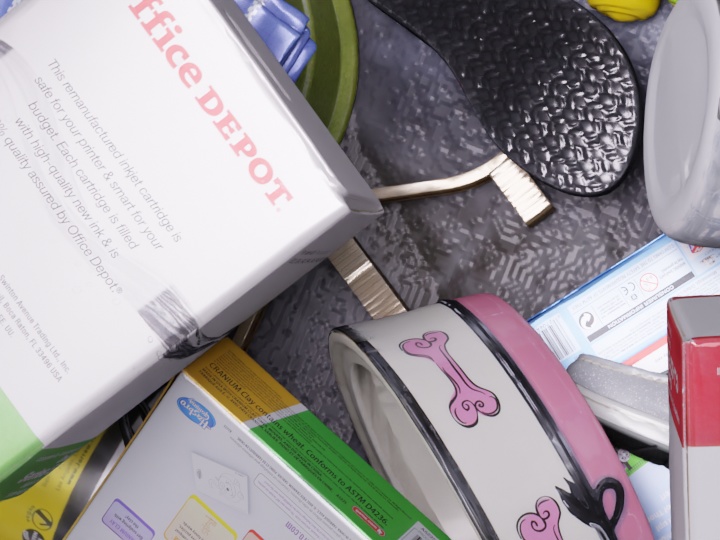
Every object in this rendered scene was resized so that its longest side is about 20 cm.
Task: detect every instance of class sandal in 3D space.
[{"bbox_3d":[0.067,-0.111,1.248,0.075,0.045,0.200,-47,63,7],"label":"sandal"}]

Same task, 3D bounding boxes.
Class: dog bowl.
[{"bbox_3d":[0.064,0.098,1.169,0.074,0.200,0.200,-27,83,-10],"label":"dog bowl"}]

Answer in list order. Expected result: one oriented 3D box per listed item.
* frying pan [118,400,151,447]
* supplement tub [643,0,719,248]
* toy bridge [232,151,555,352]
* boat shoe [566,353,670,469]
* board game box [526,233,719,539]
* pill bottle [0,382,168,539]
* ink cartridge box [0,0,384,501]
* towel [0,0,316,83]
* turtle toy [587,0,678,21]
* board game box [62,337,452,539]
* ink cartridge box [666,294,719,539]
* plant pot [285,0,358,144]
[{"bbox_3d":[-0.064,0.135,1.208,0.031,0.115,0.190,37,127,46],"label":"frying pan"},{"bbox_3d":[0.236,-0.063,1.169,0.200,0.123,0.123,6,87,-10],"label":"supplement tub"},{"bbox_3d":[0.000,0.000,1.262,0.200,0.027,0.067,-38,81,4],"label":"toy bridge"},{"bbox_3d":[0.187,0.066,1.174,0.202,0.074,0.065,13,81,4],"label":"boat shoe"},{"bbox_3d":[0.178,0.079,1.226,0.151,0.037,0.200,-32,81,4],"label":"board game box"},{"bbox_3d":[-0.186,0.064,1.242,0.200,0.111,0.111,27,90,10],"label":"pill bottle"},{"bbox_3d":[-0.113,-0.022,1.041,0.200,0.084,0.146,-37,83,9],"label":"ink cartridge box"},{"bbox_3d":[-0.134,-0.095,1.102,0.200,0.024,0.145,34,95,10],"label":"towel"},{"bbox_3d":[0.148,-0.188,1.215,0.200,0.101,0.146,13,88,9],"label":"turtle toy"},{"bbox_3d":[-0.060,0.150,1.130,0.153,0.040,0.200,42,122,9],"label":"board game box"},{"bbox_3d":[0.204,0.113,1.099,0.144,0.084,0.200,-2,102,2],"label":"ink cartridge box"},{"bbox_3d":[-0.111,-0.109,1.203,0.200,0.190,0.200,-1,86,7],"label":"plant pot"}]
